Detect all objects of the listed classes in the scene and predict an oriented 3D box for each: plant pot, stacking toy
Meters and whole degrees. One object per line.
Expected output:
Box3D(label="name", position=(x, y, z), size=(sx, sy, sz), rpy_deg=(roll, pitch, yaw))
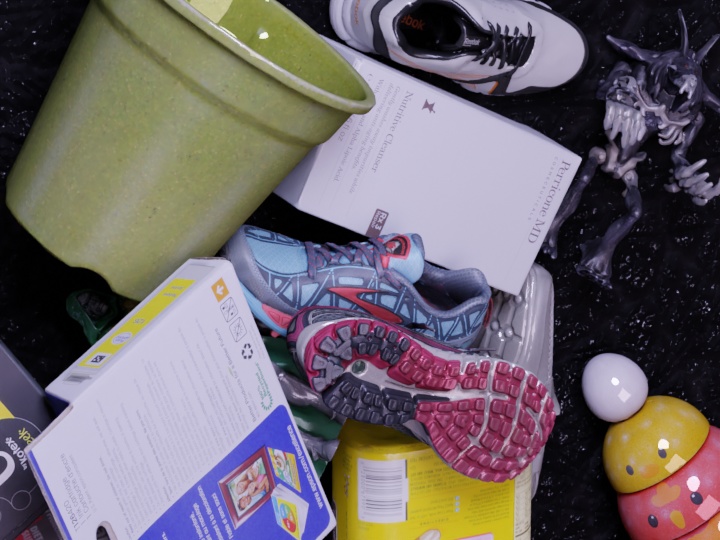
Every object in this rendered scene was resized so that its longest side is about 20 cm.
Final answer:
Box3D(label="plant pot", position=(-0.122, -0.088, 1.537), size=(0.200, 0.201, 0.185), rpy_deg=(26, 106, -33))
Box3D(label="stacking toy", position=(0.227, 0.146, 1.853), size=(0.146, 0.146, 0.200), rpy_deg=(-41, 104, -9))

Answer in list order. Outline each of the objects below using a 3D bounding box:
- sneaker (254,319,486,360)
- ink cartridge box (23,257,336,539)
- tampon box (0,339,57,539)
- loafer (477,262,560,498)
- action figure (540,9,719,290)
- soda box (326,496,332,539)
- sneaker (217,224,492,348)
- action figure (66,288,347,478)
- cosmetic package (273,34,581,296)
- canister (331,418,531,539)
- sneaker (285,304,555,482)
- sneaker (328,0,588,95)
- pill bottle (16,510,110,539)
Box3D(label="sneaker", position=(-0.007, 0.045, 1.712), size=(0.199, 0.075, 0.107), rpy_deg=(28, 80, -32))
Box3D(label="ink cartridge box", position=(-0.114, 0.128, 1.472), size=(0.200, 0.047, 0.199), rpy_deg=(-42, 122, -39))
Box3D(label="tampon box", position=(-0.276, 0.072, 1.489), size=(0.126, 0.200, 0.150), rpy_deg=(-42, 123, -8))
Box3D(label="loafer", position=(0.111, 0.087, 1.787), size=(0.069, 0.070, 0.201), rpy_deg=(-4, 114, -38))
Box3D(label="action figure", position=(0.202, -0.086, 1.750), size=(0.118, 0.102, 0.201), rpy_deg=(29, 94, -21))
Box3D(label="soda box", position=(0.009, 0.249, 1.785), size=(0.063, 0.070, 0.202), rpy_deg=(-1, 107, -27))
Box3D(label="sneaker", position=(0.000, 0.000, 1.619), size=(0.199, 0.080, 0.096), rpy_deg=(20, 128, -31))
Box3D(label="action figure", position=(-0.101, 0.063, 1.599), size=(0.199, 0.055, 0.119), rpy_deg=(25, 55, -3))
Box3D(label="cosmetic package", position=(0.039, -0.071, 1.678), size=(0.199, 0.081, 0.114), rpy_deg=(19, 98, -31))
Box3D(label="canister", position=(0.049, 0.193, 1.692), size=(0.147, 0.087, 0.202), rpy_deg=(-8, 111, -22))
Box3D(label="sneaker", position=(0.043, 0.071, 1.587), size=(0.199, 0.075, 0.081), rpy_deg=(28, 95, -29))
Box3D(label="sneaker", position=(0.077, -0.154, 1.671), size=(0.199, 0.080, 0.074), rpy_deg=(7, 103, -31))
Box3D(label="pill bottle", position=(-0.158, 0.150, 1.635), size=(0.199, 0.111, 0.111), rpy_deg=(-28, 119, -17))
